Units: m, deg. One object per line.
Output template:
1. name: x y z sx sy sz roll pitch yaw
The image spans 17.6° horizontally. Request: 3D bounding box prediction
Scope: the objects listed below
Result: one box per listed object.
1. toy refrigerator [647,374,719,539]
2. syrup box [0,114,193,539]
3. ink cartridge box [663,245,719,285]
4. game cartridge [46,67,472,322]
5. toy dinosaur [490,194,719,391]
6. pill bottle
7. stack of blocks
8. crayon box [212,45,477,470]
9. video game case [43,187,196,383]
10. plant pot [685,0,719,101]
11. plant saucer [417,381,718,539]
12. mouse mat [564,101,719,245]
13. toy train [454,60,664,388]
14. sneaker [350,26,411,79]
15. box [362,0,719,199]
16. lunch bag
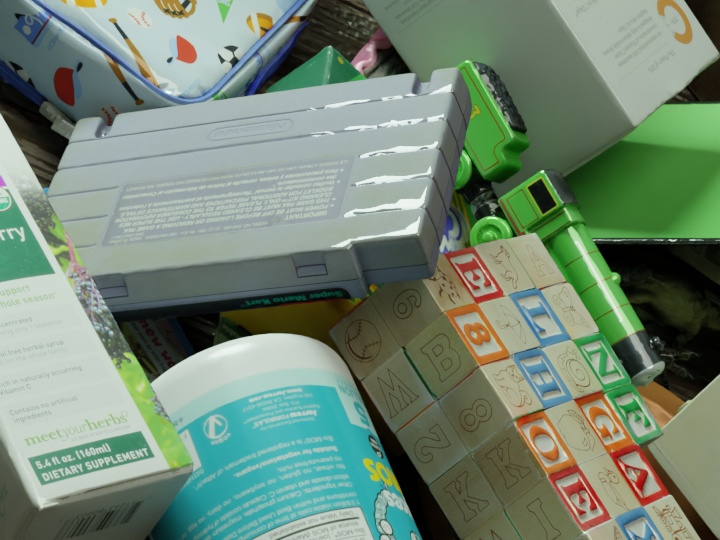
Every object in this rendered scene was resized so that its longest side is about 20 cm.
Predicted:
1. toy refrigerator: 0.228 0.078 1.180 0.070 0.076 0.200 53 27 19
2. syrup box: -0.160 0.033 0.991 0.078 0.082 0.200 -10 59 -39
3. ink cartridge box: 0.272 -0.007 1.289 0.199 0.048 0.160 9 13 -20
4. game cartridge: -0.053 -0.032 1.069 0.199 0.038 0.130 -6 44 19
5. toy dinosaur: 0.146 0.013 1.256 0.199 0.048 0.088 24 26 -10
6. pill bottle: -0.024 0.135 0.986 0.110 0.111 0.201 -2 54 -33
7. stack of blocks: 0.086 0.086 1.059 0.115 0.059 0.200 -11 65 -56
8. crayon box: 0.000 0.000 1.141 0.126 0.051 0.201 40 37 -27
9. video game case: -0.175 0.029 1.059 0.199 0.018 0.143 -10 57 -38
10. plant pot: 0.315 -0.192 1.436 0.186 0.200 0.187 17 44 -17
11. plant saucer: 0.124 0.116 1.152 0.199 0.038 0.201 18 44 -18
12. mouse mat: 0.162 -0.055 1.263 0.160 0.008 0.200 0 24 14
13. toy train: 0.087 -0.016 1.155 0.201 0.056 0.042 60 17 13
14. sneaker: 0.050 -0.100 1.288 0.096 0.079 0.200 52 45 3
15. box: 0.080 -0.155 1.228 0.200 0.097 0.124 56 37 -2
16. lunch bag: -0.112 -0.138 1.213 0.160 0.076 0.200 38 41 0
